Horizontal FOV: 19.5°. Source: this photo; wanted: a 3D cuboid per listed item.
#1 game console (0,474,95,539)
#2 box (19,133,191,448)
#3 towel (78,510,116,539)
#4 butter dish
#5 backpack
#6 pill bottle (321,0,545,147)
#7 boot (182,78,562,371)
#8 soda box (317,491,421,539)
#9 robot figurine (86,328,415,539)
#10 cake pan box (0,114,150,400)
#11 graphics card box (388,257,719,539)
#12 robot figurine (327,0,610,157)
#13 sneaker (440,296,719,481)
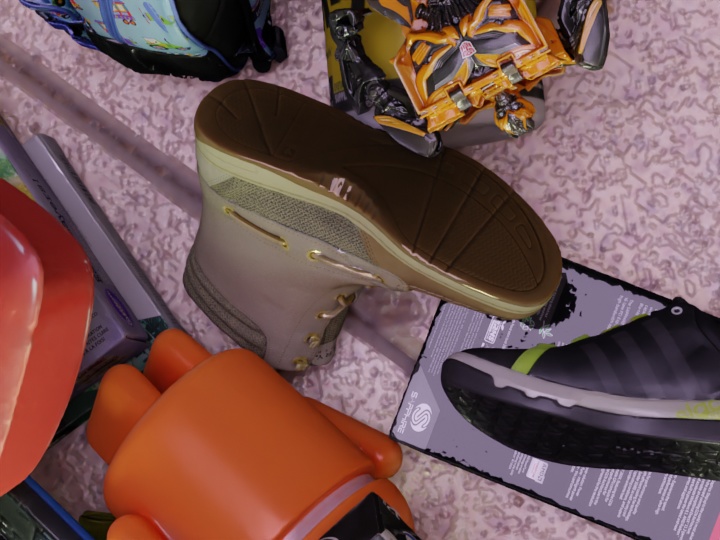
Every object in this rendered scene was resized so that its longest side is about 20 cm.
[{"bbox_3d":[-0.161,0.221,1.108,0.200,0.171,0.118,43,70,4],"label":"game console"},{"bbox_3d":[-0.214,0.040,1.173,0.200,0.036,0.145,-37,82,7],"label":"box"},{"bbox_3d":[-0.063,0.185,1.151,0.199,0.018,0.087,6,88,10],"label":"towel"},{"bbox_3d":[-0.202,0.024,1.035,0.200,0.148,0.200,34,117,30],"label":"butter dish"},{"bbox_3d":[-0.108,-0.198,1.084,0.134,0.200,0.183,9,90,10],"label":"backpack"},{"bbox_3d":[0.033,-0.169,1.102,0.114,0.114,0.201,-6,86,9],"label":"pill bottle"},{"bbox_3d":[0.000,0.000,1.082,0.199,0.155,0.072,25,51,10],"label":"boot"},{"bbox_3d":[-0.043,0.201,0.999,0.200,0.063,0.071,-43,101,6],"label":"soda box"},{"bbox_3d":[-0.052,0.120,1.090,0.200,0.144,0.117,42,102,16],"label":"robot figurine"},{"bbox_3d":[-0.245,0.018,1.138,0.200,0.052,0.185,-34,80,7],"label":"cake pan box"},{"bbox_3d":[0.128,0.068,1.108,0.199,0.051,0.126,21,91,9],"label":"graphics card box"},{"bbox_3d":[0.033,-0.155,1.011,0.145,0.058,0.201,-28,82,18],"label":"robot figurine"},{"bbox_3d":[0.142,0.054,1.059,0.199,0.072,0.083,9,65,9],"label":"sneaker"}]
